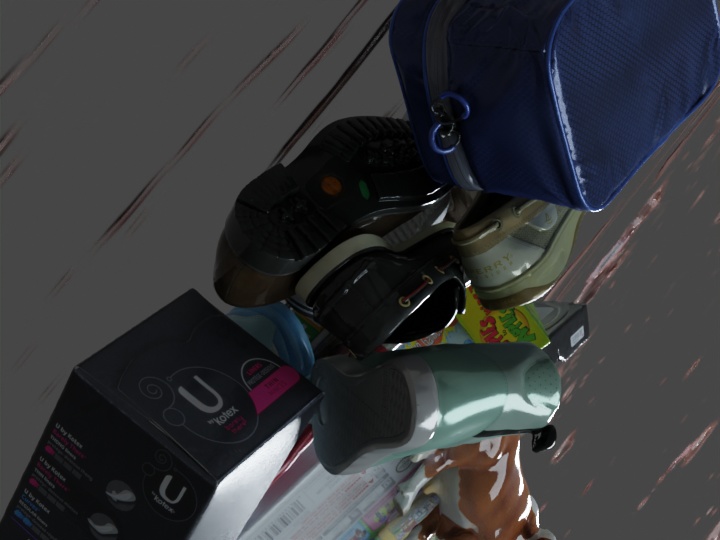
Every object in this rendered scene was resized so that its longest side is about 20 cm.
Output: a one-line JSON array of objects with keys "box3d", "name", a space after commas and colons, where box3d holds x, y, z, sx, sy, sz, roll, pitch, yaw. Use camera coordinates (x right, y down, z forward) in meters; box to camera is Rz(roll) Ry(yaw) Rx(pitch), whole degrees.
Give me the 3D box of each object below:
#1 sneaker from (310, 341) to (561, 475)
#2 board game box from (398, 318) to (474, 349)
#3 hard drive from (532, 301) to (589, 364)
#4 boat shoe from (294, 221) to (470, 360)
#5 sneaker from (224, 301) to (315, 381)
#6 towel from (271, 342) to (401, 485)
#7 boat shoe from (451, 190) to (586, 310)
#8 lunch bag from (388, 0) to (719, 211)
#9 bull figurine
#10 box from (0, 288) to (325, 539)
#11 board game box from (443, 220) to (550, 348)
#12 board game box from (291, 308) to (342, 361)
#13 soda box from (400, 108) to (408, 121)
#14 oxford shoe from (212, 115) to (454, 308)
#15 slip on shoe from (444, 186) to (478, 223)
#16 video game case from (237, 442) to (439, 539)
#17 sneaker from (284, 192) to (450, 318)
[{"box3d": [0.045, 0.083, 1.055, 0.118, 0.074, 0.200, -3, 176, -22], "name": "sneaker"}, {"box3d": [0.014, 0.125, 1.393, 0.200, 0.103, 0.105, -40, -176, 46], "name": "board game box"}, {"box3d": [0.083, 0.060, 1.495, 0.140, 0.200, 0.038, -30, 114, -62], "name": "hard drive"}, {"box3d": [0.029, 0.014, 1.048, 0.074, 0.063, 0.201, -46, 168, 19], "name": "boat shoe"}, {"box3d": [-0.091, 0.100, 1.139, 0.131, 0.080, 0.200, -37, 163, -50], "name": "sneaker"}, {"box3d": [-0.040, 0.106, 1.219, 0.200, 0.023, 0.144, -46, -174, -29], "name": "towel"}, {"box3d": [0.107, -0.060, 1.084, 0.073, 0.063, 0.201, -13, -148, 37], "name": "boat shoe"}, {"box3d": [0.106, -0.128, 1.020, 0.200, 0.132, 0.136, -42, 130, -35], "name": "lunch bag"}, {"box3d": [0.074, 0.159, 1.218, 0.121, 0.065, 0.200, -25, 125, -18], "name": "bull figurine"}, {"box3d": [-0.126, 0.130, 1.009, 0.122, 0.106, 0.200, -38, 163, -53], "name": "box"}, {"box3d": [0.092, 0.007, 1.378, 0.048, 0.102, 0.200, -37, -171, 7], "name": "board game box"}, {"box3d": [-0.055, 0.076, 1.333, 0.200, 0.034, 0.135, -45, 168, -34], "name": "board game box"}, {"box3d": [0.117, -0.103, 1.233, 0.200, 0.068, 0.064, -1, 131, -55], "name": "soda box"}, {"box3d": [-0.018, -0.036, 1.036, 0.200, 0.073, 0.084, -27, 160, -42], "name": "oxford shoe"}, {"box3d": [0.090, -0.051, 1.262, 0.061, 0.076, 0.200, -56, -157, 18], "name": "slip on shoe"}, {"box3d": [0.001, 0.174, 1.238, 0.200, 0.022, 0.182, -43, 137, -5], "name": "video game case"}, {"box3d": [0.000, 0.000, 1.191, 0.200, 0.078, 0.080, -40, 159, -55], "name": "sneaker"}]
